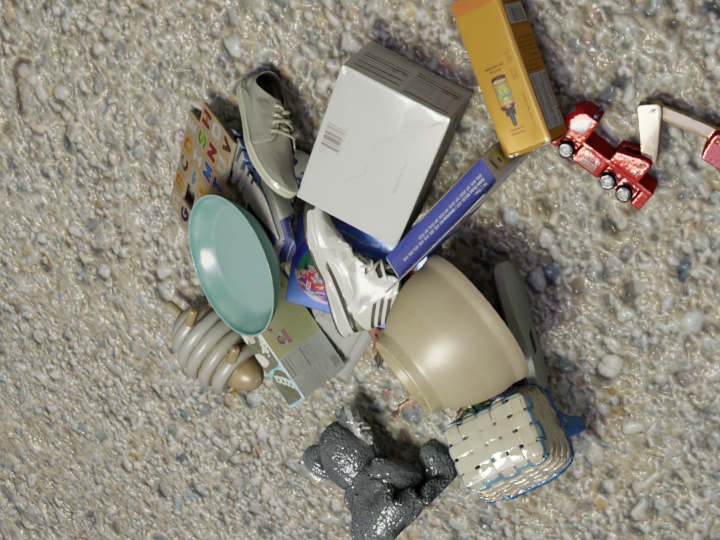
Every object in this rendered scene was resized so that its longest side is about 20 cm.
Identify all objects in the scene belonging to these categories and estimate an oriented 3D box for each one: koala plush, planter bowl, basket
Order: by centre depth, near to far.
[{"bbox_3d":[0.105,0.100,1.400,0.134,0.200,0.201,-38,100,-9],"label":"planter bowl"},{"bbox_3d":[0.213,0.236,1.478,0.175,0.200,0.141,-27,65,15],"label":"basket"},{"bbox_3d":[0.010,0.307,1.638,0.200,0.183,0.178,47,125,9],"label":"koala plush"}]

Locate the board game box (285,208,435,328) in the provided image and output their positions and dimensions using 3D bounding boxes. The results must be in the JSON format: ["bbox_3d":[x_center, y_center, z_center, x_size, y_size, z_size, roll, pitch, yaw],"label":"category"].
[{"bbox_3d":[0.000,0.000,1.522,0.197,0.045,0.136,15,108,15],"label":"board game box"}]

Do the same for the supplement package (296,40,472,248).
[{"bbox_3d":[0.029,-0.165,1.401,0.154,0.111,0.202,28,123,7],"label":"supplement package"}]

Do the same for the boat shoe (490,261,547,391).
[{"bbox_3d":[0.203,0.083,1.480,0.063,0.071,0.202,-7,115,26],"label":"boat shoe"}]

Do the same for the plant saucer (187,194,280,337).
[{"bbox_3d":[-0.165,-0.010,1.456,0.199,0.036,0.203,29,130,42],"label":"plant saucer"}]

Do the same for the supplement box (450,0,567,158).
[{"bbox_3d":[0.180,-0.242,1.294,0.066,0.069,0.203,-17,93,35],"label":"supplement box"}]

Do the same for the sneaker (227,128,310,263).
[{"bbox_3d":[-0.107,-0.114,1.475,0.081,0.114,0.201,-56,49,51],"label":"sneaker"}]

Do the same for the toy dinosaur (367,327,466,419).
[{"bbox_3d":[0.094,0.138,1.532,0.197,0.086,0.137,1,130,26],"label":"toy dinosaur"}]

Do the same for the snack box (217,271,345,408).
[{"bbox_3d":[-0.117,0.089,1.578,0.037,0.116,0.201,-36,88,38],"label":"snack box"}]

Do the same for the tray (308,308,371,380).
[{"bbox_3d":[-0.028,0.074,1.608,0.107,0.022,0.201,34,125,6],"label":"tray"}]

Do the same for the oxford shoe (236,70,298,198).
[{"bbox_3d":[-0.117,-0.188,1.430,0.057,0.075,0.202,-32,58,27],"label":"oxford shoe"}]

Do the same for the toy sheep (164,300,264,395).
[{"bbox_3d":[-0.225,0.111,1.654,0.200,0.137,0.139,43,126,15],"label":"toy sheep"}]

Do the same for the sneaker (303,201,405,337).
[{"bbox_3d":[-0.002,-0.016,1.465,0.114,0.076,0.203,-15,106,13],"label":"sneaker"}]

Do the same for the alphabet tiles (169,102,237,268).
[{"bbox_3d":[-0.220,-0.127,1.534,0.168,0.007,0.202,52,137,36],"label":"alphabet tiles"}]

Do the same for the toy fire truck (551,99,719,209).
[{"bbox_3d":[0.344,-0.155,1.303,0.199,0.049,0.142,38,124,3],"label":"toy fire truck"}]

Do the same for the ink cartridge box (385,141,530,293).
[{"bbox_3d":[0.117,-0.079,1.352,0.047,0.200,0.198,47,124,5],"label":"ink cartridge box"}]
